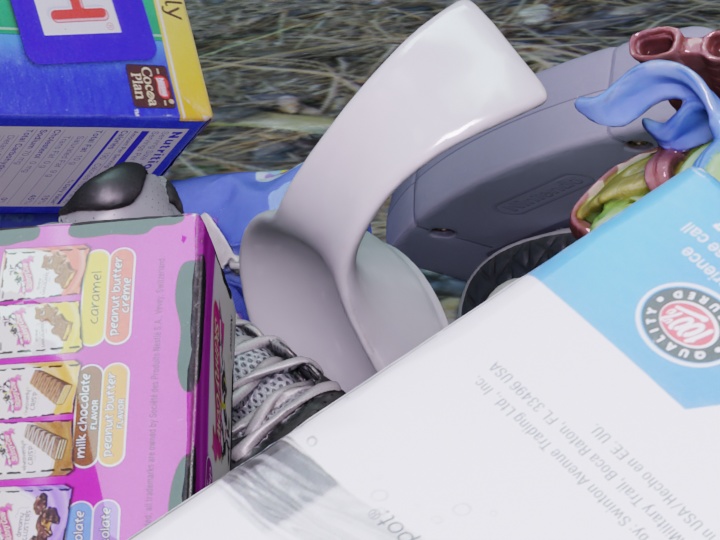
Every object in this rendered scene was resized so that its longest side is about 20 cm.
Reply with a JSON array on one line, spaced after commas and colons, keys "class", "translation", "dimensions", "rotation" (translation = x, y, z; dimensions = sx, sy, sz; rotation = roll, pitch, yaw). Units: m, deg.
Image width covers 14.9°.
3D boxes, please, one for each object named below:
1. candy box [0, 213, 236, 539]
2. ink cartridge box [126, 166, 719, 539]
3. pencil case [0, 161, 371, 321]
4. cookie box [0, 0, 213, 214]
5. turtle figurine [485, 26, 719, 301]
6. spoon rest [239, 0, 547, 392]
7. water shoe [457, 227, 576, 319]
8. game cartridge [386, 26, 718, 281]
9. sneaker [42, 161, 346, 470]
[{"class": "candy box", "translation": [-0.138, 0.062, 0.767], "dimensions": [0.200, 0.061, 0.137], "rotation": [-3, 58, 7]}, {"class": "ink cartridge box", "translation": [0.037, 0.094, 0.527], "dimensions": [0.200, 0.084, 0.145], "rotation": [-33, 55, -19]}, {"class": "pencil case", "translation": [-0.092, -0.003, 1.032], "dimensions": [0.200, 0.078, 0.087], "rotation": [1, -2, 22]}, {"class": "cookie box", "translation": [-0.167, -0.110, 0.940], "dimensions": [0.200, 0.171, 0.075], "rotation": [-1, -24, -34]}, {"class": "turtle figurine", "translation": [0.099, 0.044, 0.782], "dimensions": [0.144, 0.200, 0.194], "rotation": [-37, -1, -8]}, {"class": "spoon rest", "translation": [0.000, 0.000, 0.841], "dimensions": [0.061, 0.200, 0.099], "rotation": [-26, 66, -27]}, {"class": "water shoe", "translation": [0.131, 0.026, 0.932], "dimensions": [0.200, 0.072, 0.079], "rotation": [-1, -13, 28]}, {"class": "game cartridge", "translation": [0.100, -0.030, 0.940], "dimensions": [0.133, 0.041, 0.200], "rotation": [12, -19, -29]}, {"class": "sneaker", "translation": [-0.054, 0.026, 0.847], "dimensions": [0.075, 0.116, 0.200], "rotation": [-25, 19, -28]}]
